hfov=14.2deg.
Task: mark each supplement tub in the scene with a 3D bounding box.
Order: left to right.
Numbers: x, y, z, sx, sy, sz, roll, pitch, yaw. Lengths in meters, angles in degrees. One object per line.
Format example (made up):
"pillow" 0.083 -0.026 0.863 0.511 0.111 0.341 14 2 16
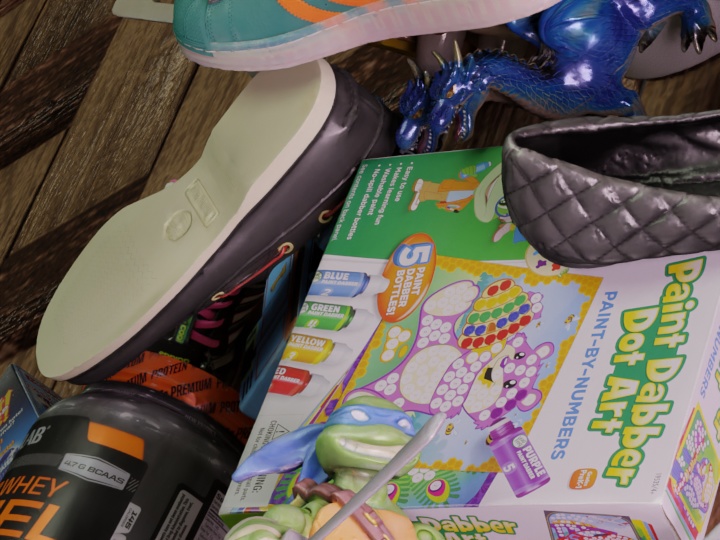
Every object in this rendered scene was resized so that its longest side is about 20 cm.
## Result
"supplement tub" -0.122 0.143 1.331 0.122 0.123 0.200 -18 39 53

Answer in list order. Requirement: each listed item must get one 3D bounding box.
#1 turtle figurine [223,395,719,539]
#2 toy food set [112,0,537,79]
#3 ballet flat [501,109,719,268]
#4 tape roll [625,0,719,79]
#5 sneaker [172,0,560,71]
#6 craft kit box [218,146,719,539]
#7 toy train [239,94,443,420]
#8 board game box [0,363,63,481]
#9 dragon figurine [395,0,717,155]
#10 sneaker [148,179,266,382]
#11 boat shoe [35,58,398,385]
"turtle figurine" 0.014 0.142 1.020 0.200 0.144 0.194 6 84 33
"toy food set" -0.006 -0.110 1.413 0.143 0.200 0.060 15 92 66
"ballet flat" 0.152 -0.044 1.115 0.200 0.057 0.067 -13 45 13
"tape roll" 0.176 -0.181 1.380 0.203 0.037 0.203 -41 24 23
"sneaker" -0.002 -0.142 1.240 0.200 0.080 0.071 -9 28 30
"craft kit box" 0.063 0.031 1.171 0.197 0.049 0.200 -3 47 28
"toy train" 0.000 0.000 1.367 0.114 0.087 0.200 -53 16 26
"board game box" -0.199 0.147 1.548 0.200 0.062 0.200 -44 22 16
"dragon figurine" 0.098 -0.118 1.264 0.200 0.099 0.059 -54 30 -5
"sneaker" -0.085 0.016 1.484 0.200 0.074 0.088 127 163 -71
"boat shoe" -0.066 -0.013 1.306 0.201 0.063 0.074 -43 41 17
